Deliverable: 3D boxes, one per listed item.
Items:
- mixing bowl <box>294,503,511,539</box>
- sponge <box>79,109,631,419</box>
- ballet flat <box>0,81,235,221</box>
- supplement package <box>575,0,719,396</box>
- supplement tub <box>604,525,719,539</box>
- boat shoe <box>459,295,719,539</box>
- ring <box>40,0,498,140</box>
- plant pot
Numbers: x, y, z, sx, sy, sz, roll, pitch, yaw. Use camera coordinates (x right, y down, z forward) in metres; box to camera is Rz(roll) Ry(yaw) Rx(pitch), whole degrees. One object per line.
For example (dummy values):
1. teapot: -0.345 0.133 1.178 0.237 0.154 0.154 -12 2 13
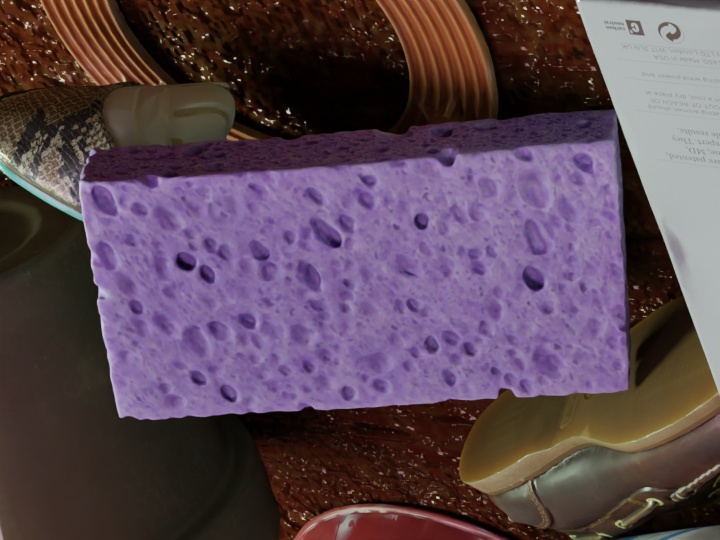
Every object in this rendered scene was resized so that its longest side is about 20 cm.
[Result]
1. mixing bowl: 0.035 0.215 1.338 0.199 0.109 0.201 19 146 14
2. sponge: 0.000 0.000 1.058 0.199 0.030 0.112 -4 125 7
3. ballet flat: -0.046 -0.029 1.096 0.200 0.068 0.075 33 126 -16
4. supplement package: 0.161 -0.046 0.889 0.109 0.114 0.200 8 142 31
5. supplement tub: 0.122 0.171 1.144 0.132 0.132 0.200 35 164 -8
6. boat shoe: 0.118 0.062 1.110 0.070 0.071 0.200 35 154 -15
7. ring: -0.042 -0.088 1.075 0.200 0.019 0.201 21 145 15
8. plant pot: -0.148 0.063 1.231 0.199 0.200 0.175 4 120 33
